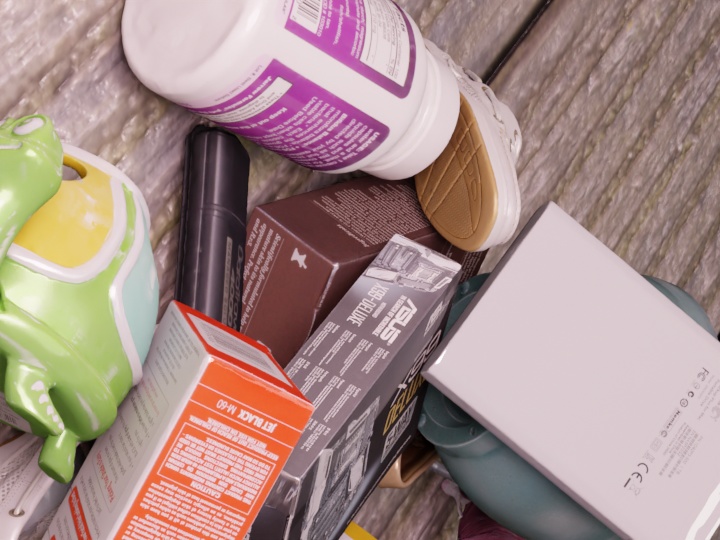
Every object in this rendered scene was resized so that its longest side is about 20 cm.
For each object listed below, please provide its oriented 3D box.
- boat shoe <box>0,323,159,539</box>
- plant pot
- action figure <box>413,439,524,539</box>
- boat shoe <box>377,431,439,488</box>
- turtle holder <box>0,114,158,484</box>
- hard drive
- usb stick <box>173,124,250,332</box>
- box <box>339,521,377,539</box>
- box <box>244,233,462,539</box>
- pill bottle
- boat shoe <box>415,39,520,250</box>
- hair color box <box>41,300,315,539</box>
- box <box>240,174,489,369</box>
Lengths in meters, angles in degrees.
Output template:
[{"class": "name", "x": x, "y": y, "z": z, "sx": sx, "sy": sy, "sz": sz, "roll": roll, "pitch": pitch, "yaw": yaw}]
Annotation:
[{"class": "boat shoe", "x": -0.143, "y": 0.103, "z": 0.965, "sx": 0.200, "sy": 0.069, "sz": 0.071, "roll": -45, "pitch": 135, "yaw": -40}, {"class": "plant pot", "x": 0.118, "y": 0.077, "z": 1.147, "sx": 0.134, "sy": 0.200, "sz": 0.201, "roll": 24, "pitch": 79, "yaw": -34}, {"class": "action figure", "x": 0.103, "y": 0.205, "z": 1.294, "sx": 0.200, "sy": 0.149, "sz": 0.134, "roll": -86, "pitch": 178, "yaw": -60}, {"class": "boat shoe", "x": 0.055, "y": 0.102, "z": 1.262, "sx": 0.200, "sy": 0.069, "sz": 0.074, "roll": -39, "pitch": 130, "yaw": -44}, {"class": "turtle holder", "x": -0.168, "y": 0.000, "z": 0.830, "sx": 0.132, "sy": 0.141, "sz": 0.186, "roll": -61, "pitch": 142, "yaw": -23}, {"class": "hard drive", "x": 0.151, "y": 0.072, "z": 1.057, "sx": 0.200, "sy": 0.026, "sz": 0.132, "roll": 39, "pitch": 74, "yaw": -7}, {"class": "usb stick", "x": -0.087, "y": 0.013, "z": 1.004, "sx": 0.055, "sy": 0.033, "sz": 0.200, "roll": 50, "pitch": 38, "yaw": -62}, {"class": "box", "x": 0.002, "y": 0.240, "z": 1.041, "sx": 0.041, "sy": 0.119, "sz": 0.200, "roll": -50, "pitch": -176, "yaw": 28}, {"class": "box", "x": -0.018, "y": 0.096, "z": 1.017, "sx": 0.200, "sy": 0.050, "sz": 0.158, "roll": -50, "pitch": 161, "yaw": -44}, {"class": "pill bottle", "x": -0.032, "y": -0.121, "z": 1.008, "sx": 0.200, "sy": 0.112, "sz": 0.113, "roll": 25, "pitch": 79, "yaw": -48}, {"class": "boat shoe", "x": 0.072, "y": -0.082, "z": 1.117, "sx": 0.069, "sy": 0.200, "sz": 0.071, "roll": 15, "pitch": 124, "yaw": -27}, {"class": "hair color box", "x": -0.105, "y": 0.126, "z": 0.850, "sx": 0.064, "sy": 0.111, "sz": 0.200, "roll": 29, "pitch": 94, "yaw": -20}, {"class": "box", "x": 0.000, "y": 0.000, "z": 1.122, "sx": 0.200, "sy": 0.075, "sz": 0.100, "roll": -20, "pitch": 140, "yaw": -55}]
